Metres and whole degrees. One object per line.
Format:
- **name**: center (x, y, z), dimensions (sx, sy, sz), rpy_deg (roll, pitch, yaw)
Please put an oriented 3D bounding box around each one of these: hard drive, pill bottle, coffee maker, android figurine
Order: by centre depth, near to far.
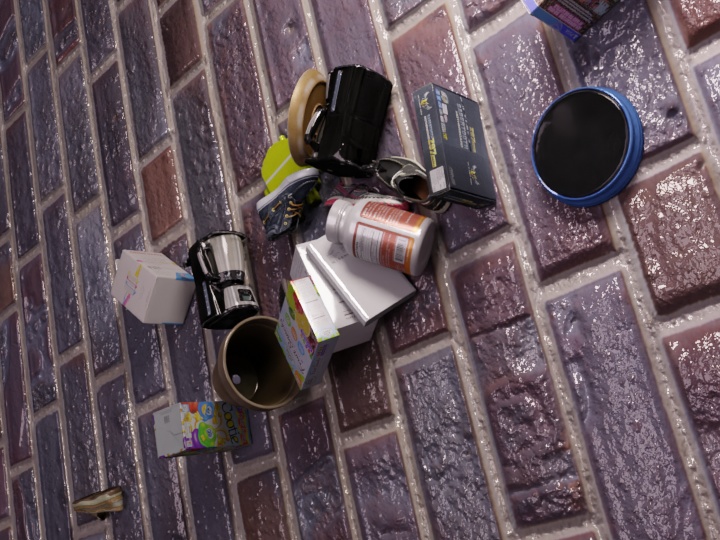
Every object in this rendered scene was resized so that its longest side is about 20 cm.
- **pill bottle**: center (0.037, -0.070, 1.623), dimensions (0.196, 0.112, 0.115), rpy_deg (18, 98, 18)
- **hard drive**: center (0.000, 0.000, 1.663), dimensions (0.201, 0.130, 0.026), rpy_deg (51, 152, 20)
- **coffee maker**: center (-0.004, -0.297, 1.697), dimensions (0.188, 0.134, 0.205), rpy_deg (11, 85, 26)
- **android figurine**: center (-0.157, -0.210, 1.896), dimensions (0.182, 0.041, 0.202), rpy_deg (-44, 62, 31)
- **coffee maker**: center (-0.329, 0.034, 1.985), dimensions (0.192, 0.132, 0.204), rpy_deg (-44, 55, 56)

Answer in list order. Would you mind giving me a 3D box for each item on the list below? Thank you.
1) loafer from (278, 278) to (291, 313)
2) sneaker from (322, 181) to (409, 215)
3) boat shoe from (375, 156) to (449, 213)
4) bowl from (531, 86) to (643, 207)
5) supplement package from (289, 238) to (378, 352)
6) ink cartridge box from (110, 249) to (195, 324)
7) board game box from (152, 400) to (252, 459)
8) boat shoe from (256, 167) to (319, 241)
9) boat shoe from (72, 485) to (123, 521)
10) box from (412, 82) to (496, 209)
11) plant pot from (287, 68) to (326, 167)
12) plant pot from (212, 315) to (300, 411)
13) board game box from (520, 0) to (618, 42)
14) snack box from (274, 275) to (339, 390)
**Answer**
- **loafer**: center (-0.119, 0.102, 1.821), dimensions (0.202, 0.070, 0.074), rpy_deg (62, 151, 26)
- **sneaker**: center (0.013, -0.144, 1.720), dimensions (0.197, 0.081, 0.076), rpy_deg (9, 61, 34)
- **boat shoe**: center (0.092, -0.178, 1.657), dimensions (0.199, 0.067, 0.073), rpy_deg (37, 110, 41)
- **bowl**: center (0.377, -0.211, 1.424), dimensions (0.198, 0.039, 0.206), rpy_deg (-5, 83, 42)
- **supplement package**: center (-0.054, 0.047, 1.709), dimensions (0.203, 0.107, 0.115), rpy_deg (64, 156, 26)
- **ink cartridge box**: center (-0.535, 0.037, 2.151), dimensions (0.199, 0.127, 0.128), rpy_deg (30, 105, 40)
- **board game box**: center (-0.356, 0.359, 1.910), dimensions (0.104, 0.198, 0.105), rpy_deg (-23, 71, 36)
- **boat shoe**: center (-0.146, -0.141, 1.823), dimensions (0.199, 0.070, 0.093), rpy_deg (-32, 71, 42)
- **boat shoe**: center (-0.716, 0.646, 2.295), dimensions (0.198, 0.071, 0.078), rpy_deg (-23, 87, 39)
- **box**: center (0.172, -0.223, 1.529), dimensions (0.050, 0.156, 0.205), rpy_deg (-18, 73, 37)
- **plant pot**: center (-0.099, -0.317, 1.764), dimensions (0.027, 0.199, 0.205), rpy_deg (11, 93, 19)
- **plant pot**: center (-0.243, 0.222, 1.849), dimensions (0.173, 0.197, 0.204), rpy_deg (-32, 65, 51)
- **board game box**: center (0.368, -0.500, 1.382), dimensions (0.199, 0.158, 0.098), rpy_deg (-41, 60, 30)
- **snack box**: center (-0.109, 0.127, 1.673), dimensions (0.144, 0.052, 0.201), rpy_deg (63, 153, 26)
